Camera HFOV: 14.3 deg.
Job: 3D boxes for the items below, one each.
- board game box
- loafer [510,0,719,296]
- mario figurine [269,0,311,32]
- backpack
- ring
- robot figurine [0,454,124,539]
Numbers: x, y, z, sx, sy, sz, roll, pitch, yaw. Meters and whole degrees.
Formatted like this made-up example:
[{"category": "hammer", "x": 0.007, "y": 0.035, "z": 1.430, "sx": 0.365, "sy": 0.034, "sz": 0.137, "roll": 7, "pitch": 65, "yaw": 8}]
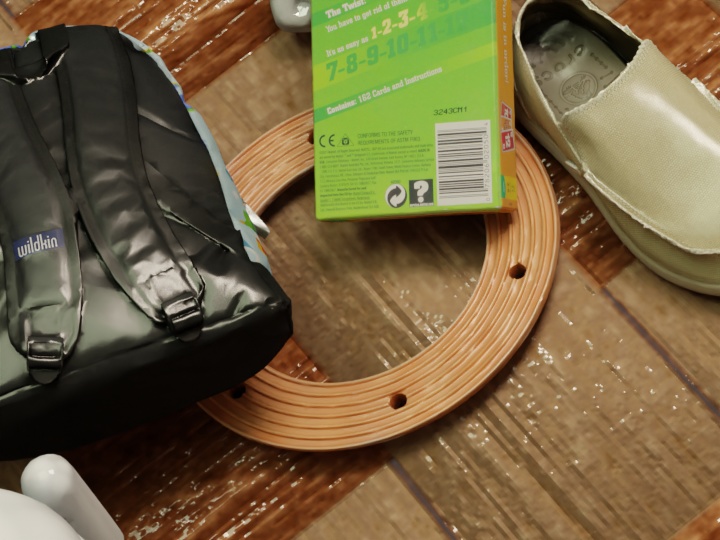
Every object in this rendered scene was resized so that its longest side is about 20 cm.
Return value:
[{"category": "board game box", "x": 0.023, "y": -0.125, "z": 1.351, "sx": 0.095, "sy": 0.030, "sz": 0.200, "roll": -3, "pitch": 89, "yaw": 24}, {"category": "loafer", "x": 0.128, "y": -0.061, "z": 1.319, "sx": 0.076, "sy": 0.068, "sz": 0.200, "roll": -43, "pitch": 53, "yaw": -8}, {"category": "mario figurine", "x": 0.004, "y": -0.190, "z": 1.470, "sx": 0.106, "sy": 0.124, "sz": 0.200, "roll": 4, "pitch": 38, "yaw": -25}, {"category": "backpack", "x": -0.131, "y": -0.020, "z": 1.341, "sx": 0.163, "sy": 0.154, "sz": 0.200, "roll": -21, "pitch": 68, "yaw": -4}, {"category": "ring", "x": 0.000, "y": 0.000, "z": 1.365, "sx": 0.200, "sy": 0.019, "sz": 0.201, "roll": -11, "pitch": 55, "yaw": 17}, {"category": "robot figurine", "x": -0.145, "y": 0.164, "z": 1.202, "sx": 0.113, "sy": 0.200, "sz": 0.170, "roll": 2, "pitch": 60, "yaw": 24}]
